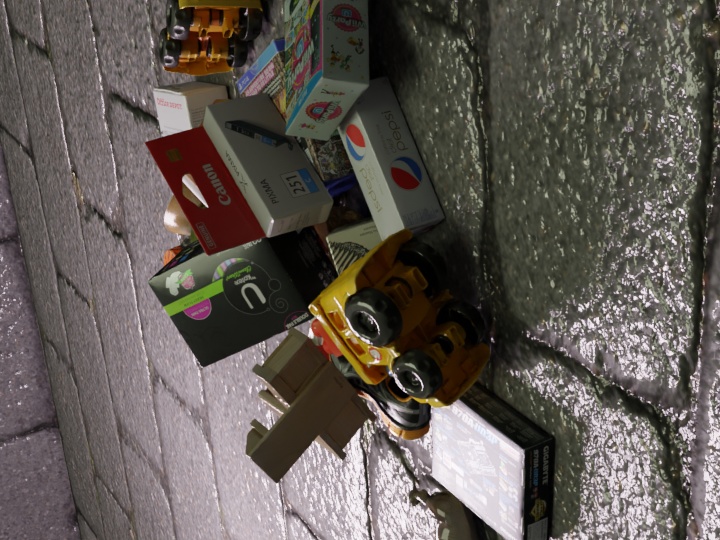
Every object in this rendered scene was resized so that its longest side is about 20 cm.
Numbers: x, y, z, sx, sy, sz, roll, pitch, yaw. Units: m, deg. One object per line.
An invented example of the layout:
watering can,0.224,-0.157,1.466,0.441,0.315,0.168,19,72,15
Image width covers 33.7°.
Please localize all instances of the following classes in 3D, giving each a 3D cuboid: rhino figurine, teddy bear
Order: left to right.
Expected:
teddy bear,0.000,0.000,1.667,0.201,0.066,0.145,65,158,-1
rhino figurine,0.136,0.389,1.634,0.087,0.060,0.201,-13,97,52

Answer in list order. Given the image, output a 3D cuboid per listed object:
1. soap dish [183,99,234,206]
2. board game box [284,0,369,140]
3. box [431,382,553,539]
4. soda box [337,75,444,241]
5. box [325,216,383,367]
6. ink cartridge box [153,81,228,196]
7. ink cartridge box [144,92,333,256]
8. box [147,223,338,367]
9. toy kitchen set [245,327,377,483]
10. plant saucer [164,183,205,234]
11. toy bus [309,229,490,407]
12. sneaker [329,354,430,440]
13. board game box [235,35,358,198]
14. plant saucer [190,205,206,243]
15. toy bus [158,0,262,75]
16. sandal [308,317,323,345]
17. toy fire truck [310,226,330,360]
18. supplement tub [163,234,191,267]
soap dish,-0.158,-0.135,1.708,0.081,0.158,0.200,-23,121,36
board game box,-0.044,-0.286,1.483,0.148,0.064,0.201,134,138,-59
box,0.162,0.238,1.510,0.200,0.046,0.160,34,135,50
soda box,0.031,-0.139,1.511,0.068,0.063,0.201,-36,74,62
box,0.024,0.033,1.574,0.068,0.082,0.201,-51,-58,-76
ink cartridge box,-0.272,-0.214,2.010,0.145,0.083,0.201,21,123,57
ink cartridge box,-0.157,-0.128,1.533,0.201,0.175,0.045,58,149,25
box,-0.158,0.014,1.627,0.199,0.124,0.149,-25,104,27
toy kitchen set,-0.123,0.179,1.629,0.180,0.163,0.200,27,161,46
plant saucer,-0.219,-0.122,1.856,0.035,0.200,0.201,44,145,15
toy bus,0.032,0.078,1.473,0.192,0.136,0.200,-28,102,48
sneaker,0.031,0.148,1.677,0.200,0.078,0.078,40,141,30
board game box,-0.072,-0.204,1.629,0.159,0.096,0.201,-27,81,62
plant saucer,-0.156,-0.038,1.782,0.031,0.199,0.201,-49,62,45
toy bus,-0.239,-0.415,1.797,0.200,0.135,0.193,131,131,-62
sandal,-0.077,0.148,1.890,0.080,0.057,0.202,42,141,44
toy fire truck,-0.064,0.040,1.759,0.048,0.141,0.201,-9,60,33
supplement tub,-0.199,-0.013,1.867,0.122,0.199,0.123,39,137,47
